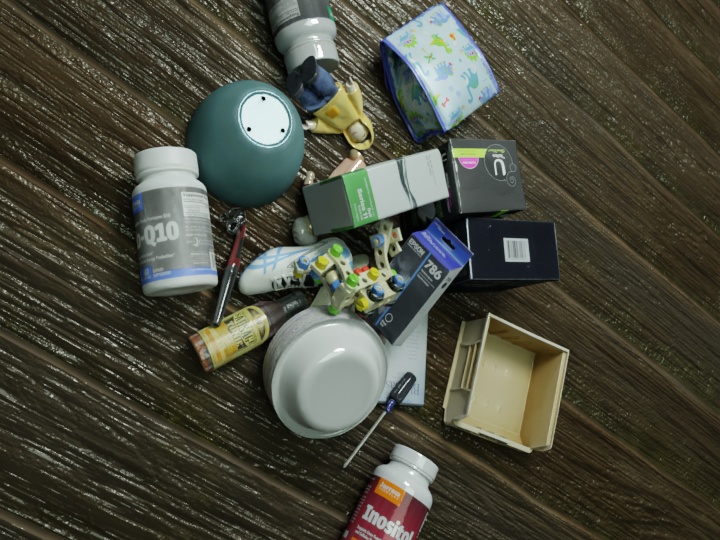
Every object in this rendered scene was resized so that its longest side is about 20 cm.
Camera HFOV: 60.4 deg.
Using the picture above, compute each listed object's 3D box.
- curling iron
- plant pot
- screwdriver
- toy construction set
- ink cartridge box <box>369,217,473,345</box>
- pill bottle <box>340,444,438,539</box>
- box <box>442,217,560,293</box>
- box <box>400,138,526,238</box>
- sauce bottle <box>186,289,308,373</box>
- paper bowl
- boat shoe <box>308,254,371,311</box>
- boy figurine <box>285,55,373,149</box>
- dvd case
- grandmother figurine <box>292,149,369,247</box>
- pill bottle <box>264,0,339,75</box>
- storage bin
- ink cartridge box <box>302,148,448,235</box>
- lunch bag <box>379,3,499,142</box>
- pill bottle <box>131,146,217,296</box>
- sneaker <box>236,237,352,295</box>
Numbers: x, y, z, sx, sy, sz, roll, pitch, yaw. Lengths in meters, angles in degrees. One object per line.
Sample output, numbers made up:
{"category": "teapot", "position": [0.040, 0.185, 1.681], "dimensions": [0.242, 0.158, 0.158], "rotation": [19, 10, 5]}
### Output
{"category": "curling iron", "position": [-0.212, -0.009, 0.976], "dimensions": [0.049, 0.025, 0.206], "rotation": [23, 61, -36]}
{"category": "plant pot", "position": [-0.170, -0.218, 0.990], "dimensions": [0.194, 0.134, 0.207], "rotation": [4, 80, -24]}
{"category": "screwdriver", "position": [0.036, 0.255, 1.051], "dimensions": [0.029, 0.028, 0.202], "rotation": [30, 64, 13]}
{"category": "toy construction set", "position": [0.000, 0.000, 0.972], "dimensions": [0.198, 0.093, 0.131], "rotation": [-30, 67, -39]}
{"category": "ink cartridge box", "position": [0.088, 0.017, 1.026], "dimensions": [0.202, 0.100, 0.039], "rotation": [-53, 150, 14]}
{"category": "pill bottle", "position": [0.049, 0.397, 1.010], "dimensions": [0.112, 0.112, 0.203], "rotation": [36, 68, -16]}
{"category": "box", "position": [0.224, -0.022, 1.123], "dimensions": [0.194, 0.181, 0.108], "rotation": [1, 80, -26]}
{"category": "box", "position": [0.173, -0.142, 1.106], "dimensions": [0.144, 0.199, 0.128], "rotation": [-6, 84, -25]}
{"category": "sauce bottle", "position": [-0.174, 0.089, 0.979], "dimensions": [0.197, 0.066, 0.067], "rotation": [-30, 95, -27]}
{"category": "paper bowl", "position": [-0.048, 0.166, 0.966], "dimensions": [0.195, 0.104, 0.207], "rotation": [-7, 109, -21]}
{"category": "boat shoe", "position": [-0.041, 0.062, 1.045], "dimensions": [0.063, 0.070, 0.202], "rotation": [48, 67, -31]}
{"category": "boy figurine", "position": [-0.047, -0.277, 1.077], "dimensions": [0.199, 0.123, 0.066], "rotation": [36, 28, -47]}
{"category": "dvd case", "position": [0.057, 0.136, 1.108], "dimensions": [0.139, 0.017, 0.207], "rotation": [9, 78, -25]}
{"category": "grandmother figurine", "position": [-0.054, -0.121, 1.075], "dimensions": [0.120, 0.061, 0.202], "rotation": [39, 65, -5]}
{"category": "pill bottle", "position": [-0.104, -0.444, 1.069], "dimensions": [0.110, 0.112, 0.206], "rotation": [-14, 88, -26]}
{"category": "storage bin", "position": [0.270, 0.215, 1.157], "dimensions": [0.196, 0.093, 0.204], "rotation": [23, 72, -21]}
{"category": "ink cartridge box", "position": [0.025, -0.127, 1.009], "dimensions": [0.196, 0.145, 0.086], "rotation": [-20, 98, -29]}
{"category": "lunch bag", "position": [0.139, -0.376, 1.169], "dimensions": [0.169, 0.126, 0.203], "rotation": [-39, 108, -25]}
{"category": "pill bottle", "position": [-0.280, -0.071, 0.925], "dimensions": [0.111, 0.113, 0.207], "rotation": [-7, 84, -26]}
{"category": "sneaker", "position": [-0.103, 0.001, 1.005], "dimensions": [0.195, 0.073, 0.073], "rotation": [-17, 50, -17]}
